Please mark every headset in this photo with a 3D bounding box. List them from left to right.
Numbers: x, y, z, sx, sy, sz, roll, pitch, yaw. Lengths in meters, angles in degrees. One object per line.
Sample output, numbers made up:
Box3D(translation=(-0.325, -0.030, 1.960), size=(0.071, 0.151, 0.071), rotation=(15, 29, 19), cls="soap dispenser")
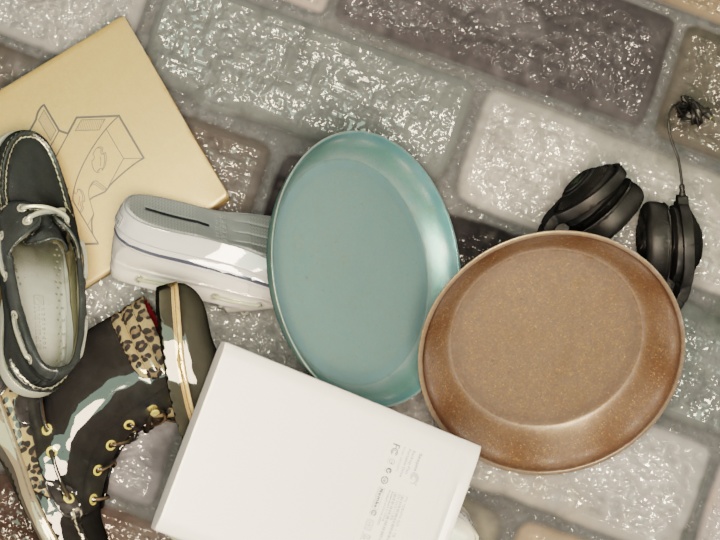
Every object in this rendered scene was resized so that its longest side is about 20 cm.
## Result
Box3D(translation=(0.207, -0.039, 1.208), size=(0.123, 0.094, 0.201), rotation=(27, 103, -5), cls="headset")

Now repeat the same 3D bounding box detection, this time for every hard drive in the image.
Box3D(translation=(-0.028, 0.147, 1.086), size=(0.198, 0.025, 0.133), rotation=(23, 82, -15), cls="hard drive")

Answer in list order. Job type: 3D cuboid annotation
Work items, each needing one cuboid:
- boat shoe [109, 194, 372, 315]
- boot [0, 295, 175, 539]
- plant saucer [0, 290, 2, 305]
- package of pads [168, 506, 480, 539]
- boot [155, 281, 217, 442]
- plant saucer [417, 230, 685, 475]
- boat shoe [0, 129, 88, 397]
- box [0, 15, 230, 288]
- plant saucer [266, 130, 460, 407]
Box3D(translation=(-0.092, -0.002, 1.196), size=(0.198, 0.074, 0.067), rotation=(17, 121, -8), cls="boat shoe")
Box3D(translation=(-0.184, 0.132, 1.183), size=(0.150, 0.073, 0.201), rotation=(-29, 84, -2), cls="boot")
Box3D(translation=(-0.345, -0.012, 1.186), size=(0.197, 0.029, 0.203), rotation=(0, 94, 6), cls="plant saucer")
Box3D(translation=(-0.026, 0.191, 1.185), size=(0.199, 0.068, 0.155), rotation=(39, 89, -1), cls="package of pads")
Box3D(translation=(-0.064, 0.094, 1.123), size=(0.137, 0.077, 0.202), rotation=(-14, 101, -5), cls="boot")
Box3D(translation=(0.140, 0.057, 1.177), size=(0.198, 0.037, 0.203), rotation=(-1, 115, -2), cls="plant saucer")
Box3D(translation=(-0.229, -0.012, 1.144), size=(0.075, 0.060, 0.202), rotation=(-2, 75, -32), cls="boat shoe")
Box3D(translation=(-0.223, -0.072, 1.210), size=(0.199, 0.021, 0.165), rotation=(-31, 89, -3), cls="box")
Box3D(translation=(0.000, 0.000, 1.158), size=(0.199, 0.027, 0.203), rotation=(10, 77, -44), cls="plant saucer")
